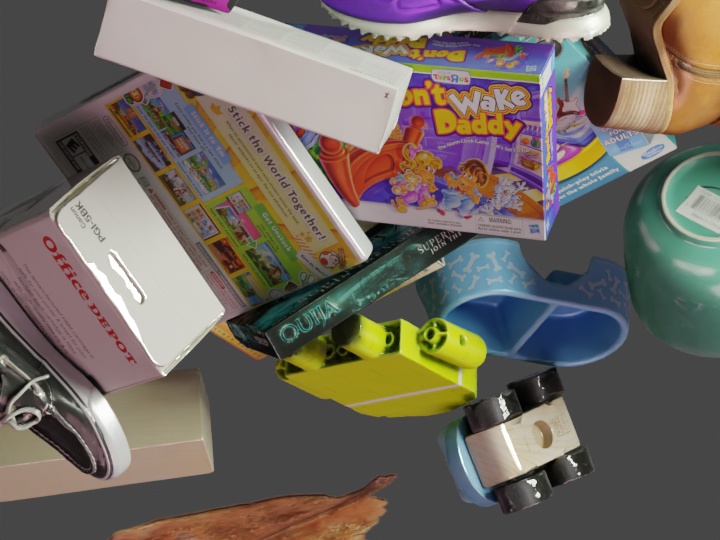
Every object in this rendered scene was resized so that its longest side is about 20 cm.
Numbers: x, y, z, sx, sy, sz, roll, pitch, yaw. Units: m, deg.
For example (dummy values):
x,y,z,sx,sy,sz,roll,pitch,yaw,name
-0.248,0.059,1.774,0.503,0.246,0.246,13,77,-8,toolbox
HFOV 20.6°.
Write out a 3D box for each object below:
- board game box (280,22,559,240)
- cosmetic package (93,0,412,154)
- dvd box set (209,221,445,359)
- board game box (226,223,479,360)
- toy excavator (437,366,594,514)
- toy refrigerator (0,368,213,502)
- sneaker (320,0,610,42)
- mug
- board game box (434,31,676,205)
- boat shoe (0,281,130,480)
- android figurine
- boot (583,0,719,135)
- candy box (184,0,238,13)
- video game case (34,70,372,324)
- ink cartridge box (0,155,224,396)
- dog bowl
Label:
x,y,z,sx,sy,sz,roll,pitch,yaw,name
0.038,-0.099,1.398,0.198,0.045,0.135,6,126,17,board game box
-0.070,-0.138,1.314,0.199,0.083,0.051,20,105,3,cosmetic package
-0.051,-0.003,1.626,0.199,0.030,0.146,-28,140,25,dvd box set
0.000,0.000,1.490,0.199,0.028,0.135,-32,-170,-13,board game box
0.118,0.159,1.781,0.199,0.101,0.194,-23,177,44,toy excavator
-0.235,0.149,1.771,0.198,0.076,0.070,-9,145,1,toy refrigerator
0.069,-0.212,1.327,0.198,0.070,0.100,2,121,8,sneaker
0.298,-0.027,1.551,0.184,0.153,0.115,-12,143,5,mug
0.122,-0.121,1.477,0.150,0.047,0.200,-27,141,26,board game box
-0.250,0.084,1.441,0.073,0.068,0.200,-22,108,50,boat shoe
0.021,0.081,1.678,0.181,0.041,0.200,-14,154,35,android figurine
0.251,-0.186,1.398,0.154,0.074,0.201,-4,134,-28,boot
-0.101,-0.258,1.227,0.135,0.061,0.200,12,140,-25,candy box
-0.115,-0.059,1.443,0.181,0.023,0.201,-23,112,33,video game case
-0.216,0.016,1.472,0.199,0.083,0.147,-17,111,48,ink cartridge box
0.145,0.032,1.697,0.199,0.050,0.112,10,142,-24,dog bowl
